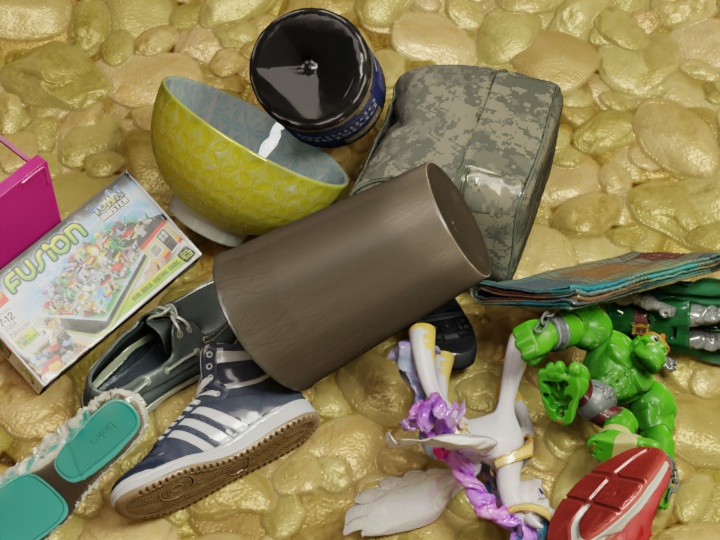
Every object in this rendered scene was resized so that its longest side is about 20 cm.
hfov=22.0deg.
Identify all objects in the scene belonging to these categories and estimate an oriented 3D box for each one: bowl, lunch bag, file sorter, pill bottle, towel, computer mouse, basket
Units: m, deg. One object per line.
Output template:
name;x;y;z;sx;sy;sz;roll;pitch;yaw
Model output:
bowl;-0.122;-0.088;1.747;0.200;0.200;0.108;36;105;23
lunch bag;0.089;-0.099;1.737;0.168;0.139;0.200;15;47;8
file sorter;-0.392;-0.031;1.702;0.125;0.139;0.200;36;62;24
pill bottle;-0.035;-0.175;1.742;0.112;0.200;0.112;0;86;7
towel;0.216;0.005;1.654;0.200;0.022;0.147;-13;8;-34
computer mouse;0.054;0.022;1.733;0.059;0.034;0.200;-7;47;-21
basket;0.000;0.000;1.608;0.200;0.180;0.136;-28;68;17

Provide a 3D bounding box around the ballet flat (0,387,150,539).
ballet flat;-0.260;0.176;1.597;0.200;0.072;0.072;-39;61;-1

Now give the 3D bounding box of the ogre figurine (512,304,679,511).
ogre figurine;0.214;0.102;1.611;0.200;0.098;0.120;35;40;0

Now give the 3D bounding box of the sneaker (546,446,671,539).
sneaker;0.207;0.248;1.528;0.200;0.116;0.078;-47;25;-18

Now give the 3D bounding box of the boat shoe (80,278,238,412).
boat shoe;-0.173;0.066;1.679;0.073;0.062;0.200;37;63;23

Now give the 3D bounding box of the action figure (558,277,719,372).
action figure;0.278;0.048;1.674;0.200;0.118;0.055;5;38;16

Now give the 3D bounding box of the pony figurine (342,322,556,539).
pony figurine;0.085;0.145;1.576;0.193;0.167;0.200;5;55;-20

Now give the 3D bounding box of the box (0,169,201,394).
box;-0.256;0.010;1.711;0.200;0.035;0.110;-42;90;-25

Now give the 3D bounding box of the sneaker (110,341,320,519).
sneaker;-0.146;0.136;1.624;0.200;0.070;0.109;-24;63;-24
